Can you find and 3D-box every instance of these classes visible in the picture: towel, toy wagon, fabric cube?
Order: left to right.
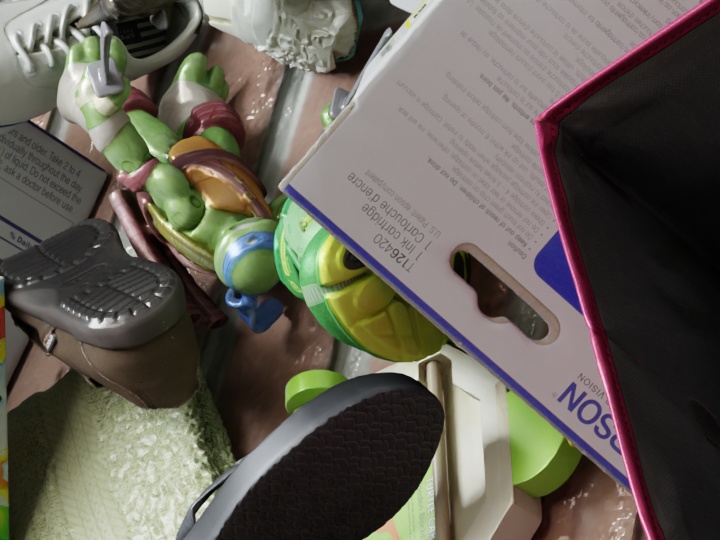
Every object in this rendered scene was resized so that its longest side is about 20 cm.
[{"bbox_3d":[-0.127,0.116,1.087,0.148,0.036,0.201,-40,42,16],"label":"towel"},{"bbox_3d":[0.028,0.099,0.944,0.199,0.040,0.156,-26,49,30],"label":"toy wagon"},{"bbox_3d":[0.205,0.015,0.702,0.196,0.199,0.201,-32,45,24],"label":"fabric cube"}]

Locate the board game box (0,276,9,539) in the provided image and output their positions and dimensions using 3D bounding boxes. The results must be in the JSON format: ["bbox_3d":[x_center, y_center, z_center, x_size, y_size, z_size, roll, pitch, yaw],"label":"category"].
[{"bbox_3d":[-0.246,0.099,1.087,0.103,0.104,0.202,14,107,54],"label":"board game box"}]

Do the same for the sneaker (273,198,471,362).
[{"bbox_3d":[0.000,0.000,0.941,0.083,0.200,0.075,-8,96,12],"label":"sneaker"}]

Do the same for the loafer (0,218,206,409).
[{"bbox_3d":[-0.135,0.028,1.074,0.073,0.071,0.200,-26,21,-15],"label":"loafer"}]

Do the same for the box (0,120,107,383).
[{"bbox_3d":[-0.276,-0.017,1.210,0.105,0.184,0.201,11,72,49],"label":"box"}]

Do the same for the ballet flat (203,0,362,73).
[{"bbox_3d":[-0.067,-0.159,1.184,0.072,0.072,0.200,-52,36,5],"label":"ballet flat"}]

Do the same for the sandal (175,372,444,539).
[{"bbox_3d":[-0.048,0.111,0.920,0.200,0.076,0.043,-44,43,13],"label":"sandal"}]

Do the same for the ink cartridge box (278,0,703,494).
[{"bbox_3d":[0.104,-0.049,0.857,0.200,0.197,0.047,-48,9,9],"label":"ink cartridge box"}]

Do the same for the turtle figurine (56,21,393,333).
[{"bbox_3d":[-0.074,-0.087,1.094,0.143,0.201,0.194,-24,33,-16],"label":"turtle figurine"}]

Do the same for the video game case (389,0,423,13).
[{"bbox_3d":[0.077,-0.195,0.937,0.143,0.018,0.201,31,120,44],"label":"video game case"}]

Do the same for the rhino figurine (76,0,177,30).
[{"bbox_3d":[-0.059,-0.174,1.075,0.199,0.060,0.087,-33,11,6],"label":"rhino figurine"}]

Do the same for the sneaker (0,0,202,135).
[{"bbox_3d":[-0.170,-0.128,1.187,0.071,0.200,0.073,-24,93,43],"label":"sneaker"}]
